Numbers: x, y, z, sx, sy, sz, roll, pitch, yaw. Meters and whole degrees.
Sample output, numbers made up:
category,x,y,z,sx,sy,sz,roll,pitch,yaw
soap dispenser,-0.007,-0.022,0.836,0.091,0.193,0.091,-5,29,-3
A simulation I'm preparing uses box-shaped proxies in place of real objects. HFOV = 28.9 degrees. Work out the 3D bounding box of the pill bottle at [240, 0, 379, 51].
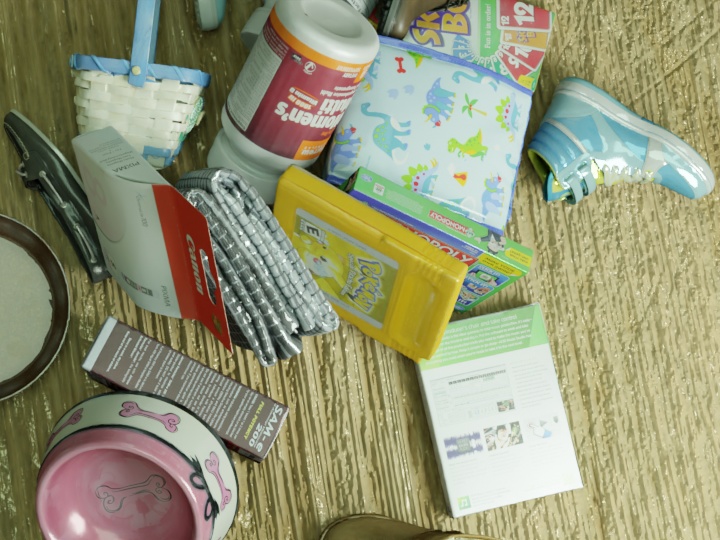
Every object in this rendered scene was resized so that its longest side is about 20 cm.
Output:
category,x,y,z,sx,sy,sz,roll,pitch,yaw
pill bottle,-0.037,-0.304,1.471,0.119,0.120,0.200,32,79,-1

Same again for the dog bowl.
category,x,y,z,sx,sy,sz,roll,pitch,yaw
dog bowl,-0.221,0.219,1.342,0.199,0.074,0.201,4,113,9

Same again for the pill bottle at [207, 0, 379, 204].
category,x,y,z,sx,sy,sz,roll,pitch,yaw
pill bottle,-0.071,-0.169,1.380,0.109,0.110,0.200,31,122,-1

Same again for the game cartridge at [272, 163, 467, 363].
category,x,y,z,sx,sy,sz,roll,pitch,yaw
game cartridge,0.000,0.000,1.385,0.200,0.176,0.032,31,59,11

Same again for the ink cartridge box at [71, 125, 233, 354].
category,x,y,z,sx,sy,sz,roll,pitch,yaw
ink cartridge box,-0.195,-0.023,1.305,0.057,0.163,0.200,-22,40,-19

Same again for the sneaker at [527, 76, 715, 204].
category,x,y,z,sx,sy,sz,roll,pitch,yaw
sneaker,0.268,-0.104,1.498,0.200,0.080,0.131,33,77,9

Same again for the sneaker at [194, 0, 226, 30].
category,x,y,z,sx,sy,sz,roll,pitch,yaw
sneaker,-0.137,-0.352,1.490,0.082,0.074,0.201,2,82,-3

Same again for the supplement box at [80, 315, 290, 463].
category,x,y,z,sx,sy,sz,roll,pitch,yaw
supplement box,-0.174,0.121,1.396,0.200,0.109,0.061,27,78,-1

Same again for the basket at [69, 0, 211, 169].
category,x,y,z,sx,sy,sz,roll,pitch,yaw
basket,-0.219,-0.208,1.412,0.139,0.176,0.201,3,100,-5

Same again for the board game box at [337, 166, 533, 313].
category,x,y,z,sx,sy,sz,roll,pitch,yaw
board game box,0.055,-0.027,1.409,0.200,0.135,0.029,25,63,-16

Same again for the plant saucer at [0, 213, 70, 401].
category,x,y,z,sx,sy,sz,roll,pitch,yaw
plant saucer,-0.394,0.039,1.421,0.199,0.034,0.201,1,82,-6

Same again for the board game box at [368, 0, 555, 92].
category,x,y,z,sx,sy,sz,roll,pitch,yaw
board game box,0.106,-0.266,1.530,0.199,0.030,0.096,17,79,-1

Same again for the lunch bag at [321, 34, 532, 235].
category,x,y,z,sx,sy,sz,roll,pitch,yaw
lunch bag,0.070,-0.132,1.453,0.199,0.127,0.171,13,80,-4

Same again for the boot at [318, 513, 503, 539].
category,x,y,z,sx,sy,sz,roll,pitch,yaw
boot,0.053,0.271,1.352,0.174,0.200,0.066,3,81,-6

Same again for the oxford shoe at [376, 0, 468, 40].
category,x,y,z,sx,sy,sz,roll,pitch,yaw
oxford shoe,0.081,-0.304,1.473,0.084,0.073,0.200,31,60,2

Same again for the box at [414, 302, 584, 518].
category,x,y,z,sx,sy,sz,roll,pitch,yaw
box,0.141,0.146,1.467,0.144,0.036,0.201,-11,84,-8

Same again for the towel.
category,x,y,z,sx,sy,sz,roll,pitch,yaw
towel,-0.125,-0.002,1.373,0.085,0.166,0.200,-36,102,-18

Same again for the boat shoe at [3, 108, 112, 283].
category,x,y,z,sx,sy,sz,roll,pitch,yaw
boat shoe,-0.310,-0.075,1.432,0.057,0.067,0.200,-40,91,-15
